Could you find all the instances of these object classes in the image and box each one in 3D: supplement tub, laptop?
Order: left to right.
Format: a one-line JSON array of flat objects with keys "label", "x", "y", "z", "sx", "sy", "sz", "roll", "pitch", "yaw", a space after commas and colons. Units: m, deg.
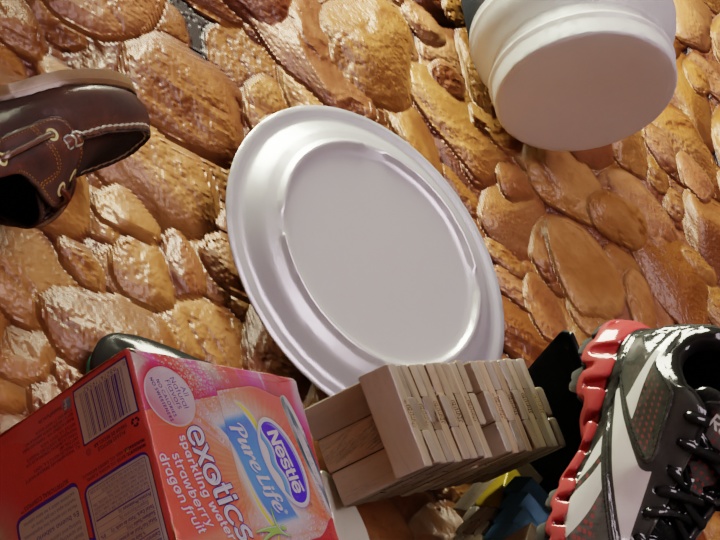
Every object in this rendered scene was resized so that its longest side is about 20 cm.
[{"label": "supplement tub", "x": 0.136, "y": -0.197, "z": 1.571, "sx": 0.140, "sy": 0.140, "sz": 0.201, "roll": 26, "pitch": 43, "yaw": -39}, {"label": "laptop", "x": 0.156, "y": 0.141, "z": 1.319, "sx": 0.200, "sy": 0.103, "sz": 0.178, "roll": 12, "pitch": 54, "yaw": -54}]

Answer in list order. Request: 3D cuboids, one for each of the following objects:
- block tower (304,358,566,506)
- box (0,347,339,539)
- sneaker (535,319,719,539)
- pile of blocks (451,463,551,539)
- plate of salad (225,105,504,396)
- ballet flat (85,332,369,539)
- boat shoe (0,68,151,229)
[{"label": "block tower", "x": 0.040, "y": 0.081, "z": 1.181, "sx": 0.200, "sy": 0.058, "sz": 0.054, "roll": 6, "pitch": 60, "yaw": -67}, {"label": "box", "x": -0.110, "y": 0.123, "z": 0.901, "sx": 0.094, "sy": 0.200, "sz": 0.103, "roll": 14, "pitch": 51, "yaw": -47}, {"label": "sneaker", "x": 0.147, "y": 0.107, "z": 1.152, "sx": 0.071, "sy": 0.098, "sz": 0.201, "roll": 41, "pitch": 49, "yaw": -35}, {"label": "pile of blocks", "x": 0.082, "y": 0.168, "z": 1.231, "sx": 0.062, "sy": 0.082, "sz": 0.200, "roll": 47, "pitch": 33, "yaw": -14}, {"label": "plate of salad", "x": 0.000, "y": 0.000, "z": 1.303, "sx": 0.199, "sy": 0.048, "sz": 0.201, "roll": 23, "pitch": 51, "yaw": -31}, {"label": "ballet flat", "x": -0.048, "y": 0.099, "z": 1.130, "sx": 0.200, "sy": 0.068, "sz": 0.068, "roll": 51, "pitch": 35, "yaw": -9}, {"label": "boat shoe", "x": -0.172, "y": -0.049, "z": 1.096, "sx": 0.199, "sy": 0.070, "sz": 0.071, "roll": -14, "pitch": 66, "yaw": -48}]
